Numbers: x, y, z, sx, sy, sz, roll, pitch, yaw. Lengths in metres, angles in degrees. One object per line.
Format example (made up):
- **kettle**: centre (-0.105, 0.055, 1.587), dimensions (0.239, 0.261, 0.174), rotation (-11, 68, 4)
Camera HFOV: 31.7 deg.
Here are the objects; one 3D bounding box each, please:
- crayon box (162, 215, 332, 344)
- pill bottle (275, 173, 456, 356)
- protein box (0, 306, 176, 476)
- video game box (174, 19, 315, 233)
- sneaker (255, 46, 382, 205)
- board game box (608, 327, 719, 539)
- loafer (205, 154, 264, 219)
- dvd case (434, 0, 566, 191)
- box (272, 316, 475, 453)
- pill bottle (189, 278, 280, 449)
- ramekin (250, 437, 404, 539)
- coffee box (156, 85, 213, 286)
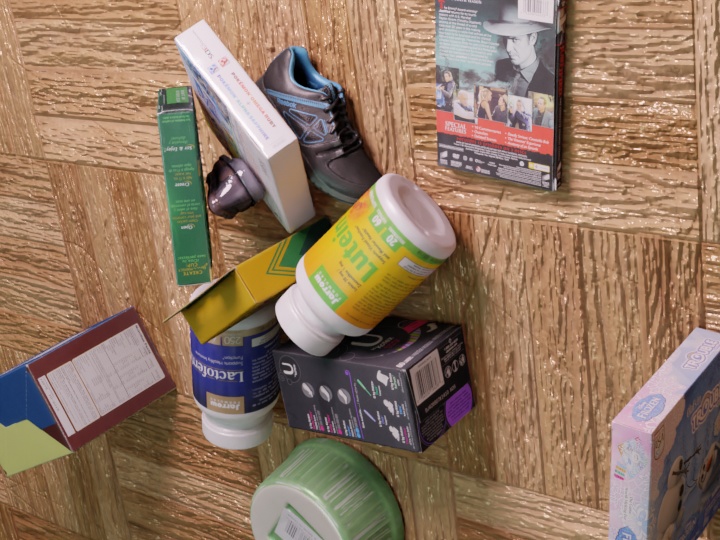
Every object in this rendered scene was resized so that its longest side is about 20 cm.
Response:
- **crayon box**: centre (-0.122, 0.017, 1.472), dimensions (0.127, 0.199, 0.051), rotation (-34, 88, 45)
- **pill bottle**: centre (0.000, 0.000, 1.379), dimensions (0.200, 0.111, 0.111), rotation (-44, 80, 23)
- **protein box**: centre (-0.413, 0.172, 1.803), dimensions (0.198, 0.199, 0.136), rotation (-23, 96, 45)
- **video game box**: centre (-0.125, -0.156, 1.410), dimensions (0.183, 0.047, 0.200), rotation (50, 169, 18)
- **sneaker**: centre (-0.040, -0.158, 1.402), dimensions (0.200, 0.073, 0.082), rotation (48, 131, 9)
- **board game box**: centre (0.294, 0.187, 1.198), dimensions (0.043, 0.200, 0.201), rotation (13, 120, 33)
- **loafer**: centre (-0.159, -0.092, 1.478), dimensions (0.072, 0.063, 0.200), rotation (55, 172, -8)
- **dvd case**: centre (0.138, -0.189, 1.268), dimensions (0.145, 0.022, 0.202), rotation (16, 122, 35)
- **box**: centre (0.015, 0.123, 1.462), dimensions (0.198, 0.122, 0.107), rotation (5, 115, 39)
- **pill bottle**: centre (-0.159, 0.120, 1.618), dimensions (0.115, 0.115, 0.202), rotation (21, 124, 32)
- **ramekin**: centre (-0.050, 0.328, 1.640), dimensions (0.199, 0.097, 0.202), rotation (20, 123, 33)
- **coffee box**: centre (-0.198, -0.097, 1.430), dimensions (0.123, 0.043, 0.202), rotation (-112, 17, -69)
